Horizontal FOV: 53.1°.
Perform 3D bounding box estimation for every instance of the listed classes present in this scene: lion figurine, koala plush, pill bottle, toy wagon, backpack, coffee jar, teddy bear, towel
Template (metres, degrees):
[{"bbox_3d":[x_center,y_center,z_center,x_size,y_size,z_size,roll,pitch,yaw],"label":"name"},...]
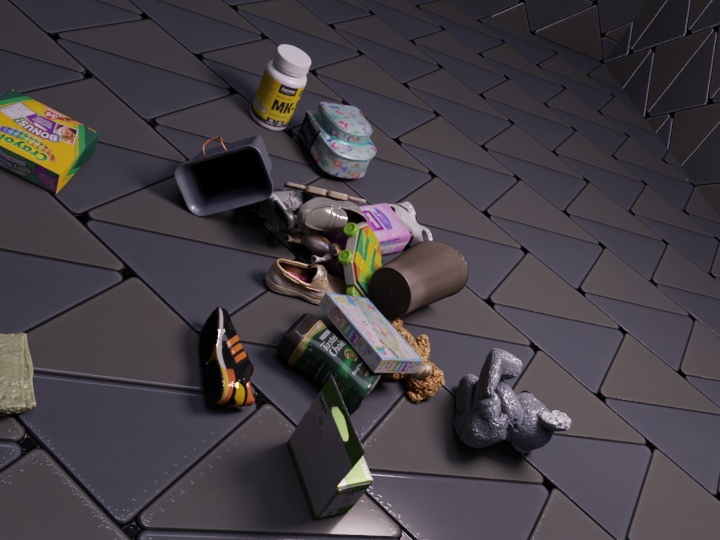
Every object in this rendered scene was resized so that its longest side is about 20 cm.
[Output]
[{"bbox_3d":[-0.093,-0.062,1.613,0.200,0.073,0.122,42,16,18],"label":"lion figurine"},{"bbox_3d":[0.306,0.297,1.452,0.198,0.178,0.186,25,49,-10],"label":"koala plush"},{"bbox_3d":[-0.210,-0.483,1.903,0.113,0.201,0.115,18,39,-16],"label":"pill bottle"},{"bbox_3d":[0.000,0.000,1.576,0.156,0.039,0.203,53,40,-49],"label":"toy wagon"},{"bbox_3d":[-0.052,-0.343,1.915,0.175,0.151,0.202,-1,53,-38],"label":"backpack"},{"bbox_3d":[-0.060,0.173,1.382,0.199,0.086,0.104,36,37,5],"label":"coffee jar"},{"bbox_3d":[0.094,0.174,1.505,0.143,0.067,0.202,3,45,-30],"label":"teddy bear"},{"bbox_3d":[-0.590,0.155,1.066,0.197,0.037,0.150,3,47,-34],"label":"towel"}]

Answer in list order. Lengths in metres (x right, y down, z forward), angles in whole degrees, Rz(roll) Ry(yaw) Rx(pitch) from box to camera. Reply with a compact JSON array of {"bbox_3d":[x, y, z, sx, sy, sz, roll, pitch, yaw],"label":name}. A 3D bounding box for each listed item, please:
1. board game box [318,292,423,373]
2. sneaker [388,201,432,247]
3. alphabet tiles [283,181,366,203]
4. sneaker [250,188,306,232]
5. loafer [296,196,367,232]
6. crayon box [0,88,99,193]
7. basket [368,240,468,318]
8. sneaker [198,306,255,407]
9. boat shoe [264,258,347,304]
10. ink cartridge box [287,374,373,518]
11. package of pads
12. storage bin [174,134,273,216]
[{"bbox_3d":[0.020,0.124,1.435,0.133,0.034,0.200,11,29,-49],"label":"board game box"},{"bbox_3d":[0.117,-0.099,1.828,0.079,0.074,0.201,1,39,-30],"label":"sneaker"},{"bbox_3d":[-0.086,-0.179,1.703,0.192,0.015,0.200,12,3,-8],"label":"alphabet tiles"},{"bbox_3d":[-0.161,-0.146,1.601,0.114,0.076,0.199,-15,27,-28],"label":"sneaker"},{"bbox_3d":[-0.059,-0.119,1.578,0.069,0.071,0.199,31,25,31],"label":"loafer"},{"bbox_3d":[-0.662,-0.264,1.457,0.198,0.059,0.174,26,38,-9],"label":"crayon box"},{"bbox_3d":[0.116,0.022,1.606,0.178,0.139,0.199,4,17,36],"label":"basket"},{"bbox_3d":[-0.234,0.160,1.299,0.089,0.070,0.202,24,36,-35],"label":"sneaker"},{"bbox_3d":[-0.102,0.021,1.532,0.197,0.070,0.074,11,42,-26],"label":"boat shoe"},{"bbox_3d":[-0.033,0.286,1.180,0.075,0.201,0.149,1,47,-34],"label":"ink cartridge box"},{"bbox_3d":[0.017,-0.095,1.741,0.198,0.076,0.121,-12,53,-43],"label":"package of pads"},{"bbox_3d":[-0.289,-0.227,1.574,0.197,0.147,0.135,-14,28,10],"label":"storage bin"}]
